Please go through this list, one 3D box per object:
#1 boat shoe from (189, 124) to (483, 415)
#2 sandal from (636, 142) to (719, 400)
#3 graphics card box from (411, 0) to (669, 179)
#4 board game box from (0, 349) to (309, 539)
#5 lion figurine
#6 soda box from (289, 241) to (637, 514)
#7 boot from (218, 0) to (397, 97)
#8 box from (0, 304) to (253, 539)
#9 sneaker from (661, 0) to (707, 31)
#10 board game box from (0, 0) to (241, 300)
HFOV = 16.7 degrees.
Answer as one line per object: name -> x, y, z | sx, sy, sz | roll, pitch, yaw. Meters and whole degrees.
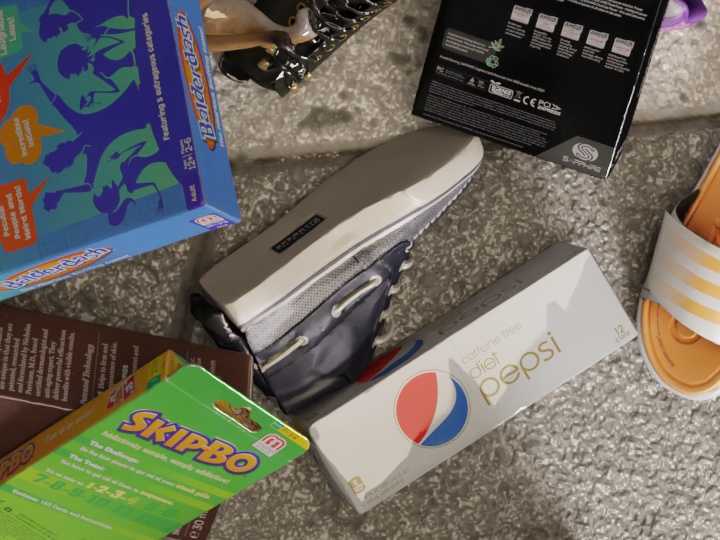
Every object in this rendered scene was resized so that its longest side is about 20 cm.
boat shoe -> 0.000, 0.000, 1.451 | 0.200, 0.075, 0.093 | -34, 118, -9
sandal -> 0.216, -0.025, 1.469 | 0.079, 0.059, 0.207 | 23, 95, 22
graphics card box -> 0.115, -0.165, 1.402 | 0.125, 0.051, 0.200 | 18, 114, 8
board game box -> -0.128, 0.110, 1.350 | 0.200, 0.030, 0.095 | -30, 129, 32
lion figurine -> -0.096, -0.188, 1.357 | 0.122, 0.072, 0.200 | -15, 57, 15
soda box -> 0.060, 0.062, 1.459 | 0.200, 0.068, 0.064 | -33, 99, -7
boot -> -0.007, -0.146, 1.370 | 0.077, 0.200, 0.138 | 34, 92, -18
box -> -0.169, 0.083, 1.393 | 0.199, 0.075, 0.100 | 12, 136, -10
sneaker -> 0.181, -0.227, 1.442 | 0.080, 0.088, 0.201 | 3, 99, -52
board game box -> -0.172, -0.071, 1.312 | 0.200, 0.045, 0.153 | -19, 72, 20
